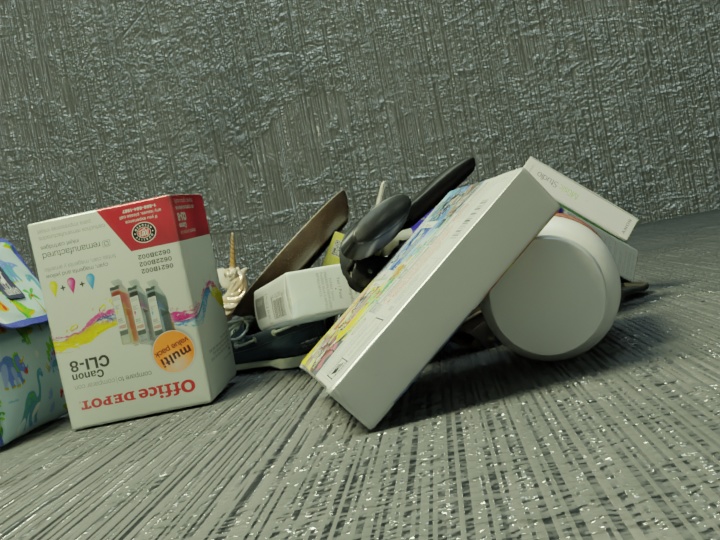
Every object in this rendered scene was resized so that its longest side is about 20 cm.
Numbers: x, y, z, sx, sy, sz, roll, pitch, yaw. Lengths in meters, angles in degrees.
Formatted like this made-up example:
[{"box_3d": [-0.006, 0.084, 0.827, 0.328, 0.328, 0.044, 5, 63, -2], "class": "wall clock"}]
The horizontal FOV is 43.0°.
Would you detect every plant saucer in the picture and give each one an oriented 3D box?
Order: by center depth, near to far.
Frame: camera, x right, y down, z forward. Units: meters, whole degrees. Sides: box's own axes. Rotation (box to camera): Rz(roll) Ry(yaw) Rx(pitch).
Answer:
[{"box_3d": [-0.076, -0.013, 1.096, 0.201, 0.032, 0.200, -49, 0, 0], "class": "plant saucer"}]

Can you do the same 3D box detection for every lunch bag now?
[{"box_3d": [-0.375, 0.067, 0.900, 0.126, 0.203, 0.170, -11, 1, 4], "class": "lunch bag"}]

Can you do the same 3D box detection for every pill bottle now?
[{"box_3d": [0.154, 0.011, 0.746, 0.111, 0.114, 0.200, -11, 2, 13], "class": "pill bottle"}]

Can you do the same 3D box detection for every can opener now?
[{"box_3d": [0.056, -0.043, 0.828, 0.199, 0.064, 0.079, -32, -3, -36], "class": "can opener"}]

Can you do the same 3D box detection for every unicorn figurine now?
[{"box_3d": [-0.210, 0.068, 1.140, 0.136, 0.202, 0.074, -15, -44, 41], "class": "unicorn figurine"}]

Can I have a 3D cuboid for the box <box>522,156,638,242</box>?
[{"box_3d": [0.243, -0.052, 1.116, 0.143, 0.037, 0.200, 32, -13, 9], "class": "box"}]

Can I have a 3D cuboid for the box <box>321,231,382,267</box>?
[{"box_3d": [-0.009, -0.006, 1.128, 0.050, 0.076, 0.200, 21, 4, 6], "class": "box"}]

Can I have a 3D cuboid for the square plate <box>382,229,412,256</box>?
[{"box_3d": [0.125, -0.014, 1.144, 0.197, 0.029, 0.199, -4, -23, 2], "class": "square plate"}]

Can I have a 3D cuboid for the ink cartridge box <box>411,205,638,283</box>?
[{"box_3d": [0.158, -0.023, 0.967, 0.197, 0.044, 0.199, -5, -20, 44], "class": "ink cartridge box"}]

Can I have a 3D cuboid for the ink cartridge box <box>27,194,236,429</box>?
[{"box_3d": [-0.220, 0.037, 0.915, 0.143, 0.203, 0.145, -11, 4, 2], "class": "ink cartridge box"}]

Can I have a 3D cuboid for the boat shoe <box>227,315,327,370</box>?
[{"box_3d": [-0.114, 0.081, 1.044, 0.198, 0.063, 0.074, -10, 4, 43], "class": "boat shoe"}]

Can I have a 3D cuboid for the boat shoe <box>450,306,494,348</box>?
[{"box_3d": [0.098, 0.039, 0.880, 0.198, 0.074, 0.074, -18, 0, -16], "class": "boat shoe"}]

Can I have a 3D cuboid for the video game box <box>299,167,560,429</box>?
[{"box_3d": [0.042, 0.018, 0.686, 0.200, 0.047, 0.182, -49, 9, -6], "class": "video game box"}]

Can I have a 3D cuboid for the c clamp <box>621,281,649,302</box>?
[{"box_3d": [0.236, 0.028, 1.051, 0.169, 0.027, 0.199, -13, 3, -32], "class": "c clamp"}]

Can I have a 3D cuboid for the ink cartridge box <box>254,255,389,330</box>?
[{"box_3d": [0.004, 0.019, 0.912, 0.197, 0.048, 0.160, -8, -6, -18], "class": "ink cartridge box"}]

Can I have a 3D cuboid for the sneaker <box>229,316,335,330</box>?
[{"box_3d": [-0.083, 0.064, 1.148, 0.197, 0.076, 0.100, -11, 1, -4], "class": "sneaker"}]

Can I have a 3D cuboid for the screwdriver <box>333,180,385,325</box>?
[{"box_3d": [0.000, 0.000, 1.001, 0.028, 0.202, 0.029, 15, 21, 1], "class": "screwdriver"}]
